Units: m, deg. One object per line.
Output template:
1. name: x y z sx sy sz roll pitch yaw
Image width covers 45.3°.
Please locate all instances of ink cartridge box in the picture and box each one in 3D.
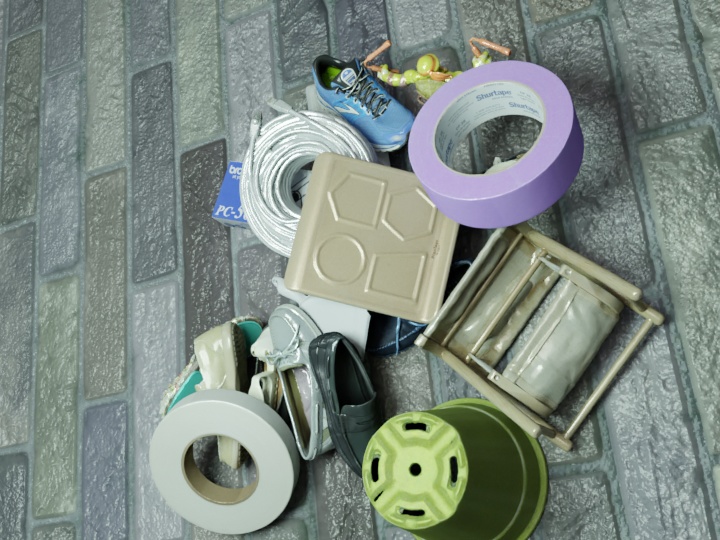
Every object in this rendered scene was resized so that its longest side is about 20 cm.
1. ink cartridge box: -0.117 -0.102 1.275 0.199 0.044 0.094 11 78 28

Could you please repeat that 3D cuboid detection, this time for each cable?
1. cable: -0.070 -0.115 1.174 0.199 0.069 0.201 20 96 16

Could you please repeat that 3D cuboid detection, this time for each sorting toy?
1. sorting toy: 0.019 -0.041 1.089 0.199 0.036 0.186 13 78 3

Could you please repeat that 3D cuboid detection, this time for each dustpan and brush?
1. dustpan and brush: -0.059 0.060 1.167 0.199 0.057 0.140 26 125 27

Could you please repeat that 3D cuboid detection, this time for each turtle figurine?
1. turtle figurine: 0.115 -0.242 1.135 0.199 0.161 0.065 -1 75 26

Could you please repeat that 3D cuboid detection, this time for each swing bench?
1. swing bench: 0.208 0.069 1.019 0.200 0.130 0.199 38 94 35

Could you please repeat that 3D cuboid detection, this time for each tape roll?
1. tape roll: 0.161 -0.152 1.030 0.199 0.066 0.201 -13 57 21
2. tape roll: -0.180 0.254 1.139 0.202 0.037 0.204 3 109 9

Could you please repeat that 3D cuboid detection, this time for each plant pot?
1. plant pot: 0.093 0.234 0.987 0.199 0.190 0.201 -8 72 25

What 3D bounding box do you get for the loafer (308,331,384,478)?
1. loafer: -0.009 0.173 1.086 0.070 0.068 0.201 -11 100 62

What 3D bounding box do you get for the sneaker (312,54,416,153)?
1. sneaker: -0.002 -0.234 1.186 0.200 0.089 0.079 37 79 31

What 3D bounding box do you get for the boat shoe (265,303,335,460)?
1. boat shoe: -0.078 0.144 1.130 0.074 0.065 0.203 -13 94 42

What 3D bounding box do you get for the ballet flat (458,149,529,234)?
1. ballet flat: 0.151 -0.101 1.129 0.199 0.073 0.073 -25 65 18

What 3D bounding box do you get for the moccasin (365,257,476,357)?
1. moccasin: 0.074 0.039 1.123 0.200 0.068 0.081 -39 63 14

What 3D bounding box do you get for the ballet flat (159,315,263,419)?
1. ballet flat: -0.221 0.135 1.245 0.200 0.076 0.064 -47 27 1

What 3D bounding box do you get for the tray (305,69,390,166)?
1. tray: -0.023 -0.211 1.246 0.107 0.022 0.201 -15 59 10

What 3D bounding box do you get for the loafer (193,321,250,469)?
1. loafer: -0.189 0.172 1.190 0.068 0.076 0.201 -5 89 13

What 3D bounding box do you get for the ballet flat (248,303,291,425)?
1. ballet flat: -0.119 0.138 1.190 0.068 0.068 0.201 -3 73 26
